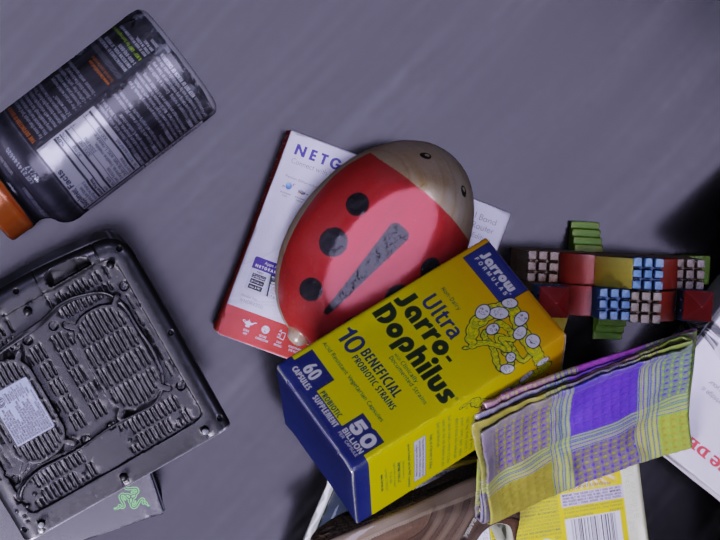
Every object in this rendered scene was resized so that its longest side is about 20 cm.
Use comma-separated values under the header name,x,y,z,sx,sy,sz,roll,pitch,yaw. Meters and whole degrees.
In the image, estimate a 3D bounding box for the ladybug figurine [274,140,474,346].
name,x,y,z,sx,sy,sz,roll,pitch,yaw
ladybug figurine,0.013,-0.016,1.560,0.136,0.072,0.200,38,89,-8

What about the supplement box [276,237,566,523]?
name,x,y,z,sx,sy,sz,roll,pitch,yaw
supplement box,0.048,0.086,1.518,0.200,0.110,0.109,-31,65,-15

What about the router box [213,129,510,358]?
name,x,y,z,sx,sy,sz,roll,pitch,yaw
router box,0.000,0.000,1.621,0.200,0.049,0.180,20,91,-7

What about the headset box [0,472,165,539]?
name,x,y,z,sx,sy,sz,roll,pitch,yaw
headset box,-0.267,0.138,1.577,0.200,0.093,0.174,-18,96,-6

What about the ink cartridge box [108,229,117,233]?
name,x,y,z,sx,sy,sz,roll,pitch,yaw
ink cartridge box,-0.281,0.025,1.565,0.200,0.099,0.039,-24,97,-4

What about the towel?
name,x,y,z,sx,sy,sz,roll,pitch,yaw
towel,0.177,0.127,1.533,0.200,0.023,0.144,-19,136,-14

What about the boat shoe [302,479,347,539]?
name,x,y,z,sx,sy,sz,roll,pitch,yaw
boat shoe,-0.011,0.214,1.624,0.062,0.075,0.200,18,82,4

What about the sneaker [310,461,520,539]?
name,x,y,z,sx,sy,sz,roll,pitch,yaw
sneaker,0.053,0.216,1.574,0.200,0.070,0.076,-17,96,-31

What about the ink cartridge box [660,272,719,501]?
name,x,y,z,sx,sy,sz,roll,pitch,yaw
ink cartridge box,0.333,0.093,1.648,0.146,0.084,0.200,39,90,-7

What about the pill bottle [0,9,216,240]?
name,x,y,z,sx,sy,sz,roll,pitch,yaw
pill bottle,-0.223,-0.111,1.560,0.200,0.106,0.106,-37,97,-3

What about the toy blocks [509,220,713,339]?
name,x,y,z,sx,sy,sz,roll,pitch,yaw
toy blocks,0.209,0.013,1.602,0.200,0.137,0.100,3,93,-7

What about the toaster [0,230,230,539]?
name,x,y,z,sx,sy,sz,roll,pitch,yaw
toaster,-0.224,0.076,1.469,0.181,0.119,0.200,-30,100,-5

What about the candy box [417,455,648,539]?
name,x,y,z,sx,sy,sz,roll,pitch,yaw
candy box,0.143,0.203,1.662,0.200,0.026,0.102,-8,91,-6
